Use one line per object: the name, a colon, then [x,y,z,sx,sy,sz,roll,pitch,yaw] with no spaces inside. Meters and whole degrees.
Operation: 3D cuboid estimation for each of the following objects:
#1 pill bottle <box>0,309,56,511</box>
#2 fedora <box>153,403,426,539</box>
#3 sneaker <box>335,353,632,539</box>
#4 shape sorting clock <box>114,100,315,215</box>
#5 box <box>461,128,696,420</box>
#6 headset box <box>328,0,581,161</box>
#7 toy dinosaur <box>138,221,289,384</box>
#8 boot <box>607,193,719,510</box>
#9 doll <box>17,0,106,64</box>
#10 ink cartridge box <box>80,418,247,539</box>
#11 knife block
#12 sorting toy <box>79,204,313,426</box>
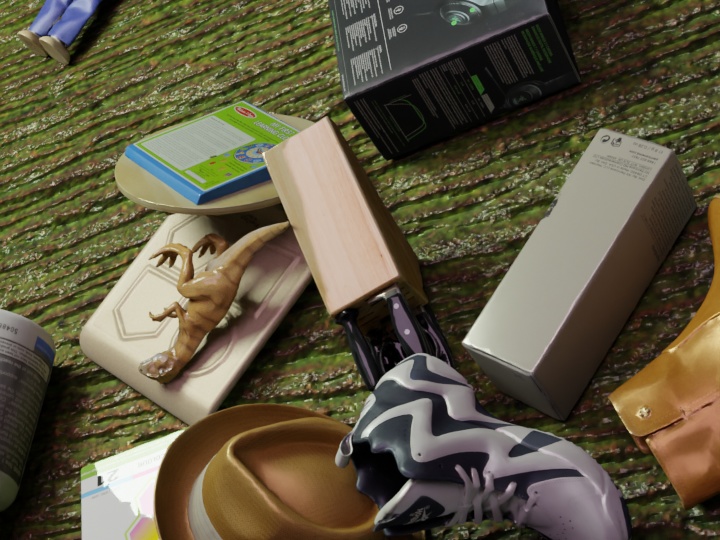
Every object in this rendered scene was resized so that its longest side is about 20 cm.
pill bottle: [-0.339,0.141,1.162,0.113,0.114,0.201,-8,56,25]
fedora: [-0.042,0.158,0.939,0.200,0.082,0.201,10,50,-12]
sneaker: [0.070,0.149,0.891,0.199,0.080,0.130,39,48,14]
shape sorting clock: [-0.116,-0.095,1.194,0.199,0.039,0.200,-7,31,4]
box: [0.163,0.001,0.992,0.068,0.082,0.200,24,72,38]
headset box: [0.082,-0.219,1.177,0.199,0.093,0.175,-22,51,15]
toy dinosaur: [-0.117,0.007,1.119,0.200,0.060,0.106,-54,51,22]
boot: [0.232,0.051,0.923,0.144,0.071,0.202,-26,55,8]
doll: [-0.300,-0.325,1.498,0.136,0.048,0.200,21,72,37]
ink cartridge box: [-0.127,0.225,1.009,0.147,0.076,0.201,-22,50,15]
knife block: [0.000,0.000,1.029,0.064,0.200,0.176,-29,20,9]
sorting toy: [-0.135,0.023,1.182,0.185,0.036,0.200,26,79,39]
